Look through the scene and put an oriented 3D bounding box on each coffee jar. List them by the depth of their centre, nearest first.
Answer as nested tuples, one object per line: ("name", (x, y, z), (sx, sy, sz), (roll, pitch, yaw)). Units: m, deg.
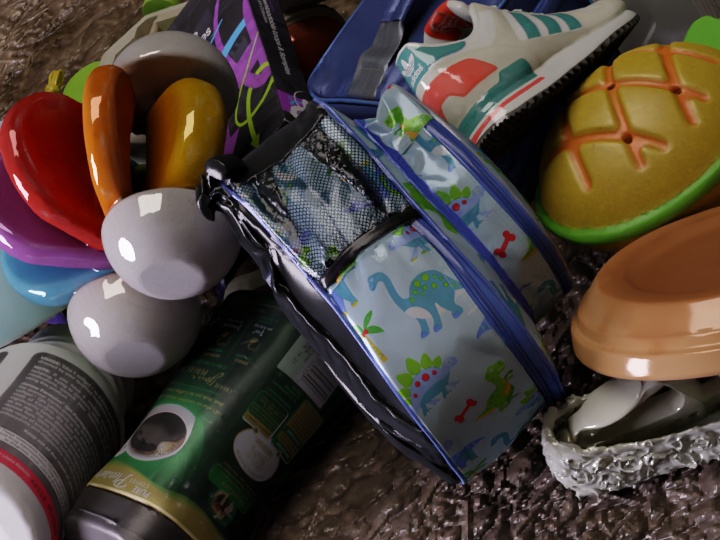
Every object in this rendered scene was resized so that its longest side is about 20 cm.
("coffee jar", (-0.091, 0.112, 1.373), (0.104, 0.085, 0.200), (10, 57, 50))

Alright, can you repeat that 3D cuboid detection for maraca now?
("maraca", (0.187, -0.089, 1.335), (0.200, 0.107, 0.137), (-44, 36, -10))

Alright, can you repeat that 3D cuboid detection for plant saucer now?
("plant saucer", (0.207, 0.002, 1.210), (0.200, 0.038, 0.200), (-16, 16, 5))

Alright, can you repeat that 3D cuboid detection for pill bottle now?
("pill bottle", (-0.216, 0.115, 1.424), (0.110, 0.111, 0.200), (-18, 20, 25))

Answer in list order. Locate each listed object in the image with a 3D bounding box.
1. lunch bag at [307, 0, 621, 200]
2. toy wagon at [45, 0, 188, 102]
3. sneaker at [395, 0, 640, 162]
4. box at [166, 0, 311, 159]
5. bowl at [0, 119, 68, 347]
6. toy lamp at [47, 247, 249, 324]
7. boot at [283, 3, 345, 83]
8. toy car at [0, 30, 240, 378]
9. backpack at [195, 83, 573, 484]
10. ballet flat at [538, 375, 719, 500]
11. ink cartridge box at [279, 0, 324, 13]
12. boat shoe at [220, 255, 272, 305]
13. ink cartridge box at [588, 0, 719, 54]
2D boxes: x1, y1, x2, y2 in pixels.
("lunch bag", (0.071, -0.148, 1.473), (0.136, 0.132, 0.200), (10, 58, 45))
("toy wagon", (-0.161, -0.157, 1.754), (0.200, 0.040, 0.155), (-15, 43, 29))
("sneaker", (0.094, -0.139, 1.358), (0.200, 0.093, 0.070), (-39, -13, -48))
("box", (-0.098, -0.108, 1.513), (0.143, 0.036, 0.200), (-50, 35, 26))
("bowl", (-0.247, -0.031, 1.525), (0.200, 0.105, 0.201), (-29, 19, 11))
("toy lamp", (-0.157, 0.009, 1.563), (0.200, 0.058, 0.058), (-5, 48, 33))
("boot", (-0.064, -0.098, 1.592), (0.200, 0.075, 0.107), (-50, 42, -3))
("toy car", (-0.159, -0.045, 1.367), (0.200, 0.150, 0.175), (120, 153, -48))
("backpack", (0.034, 0.006, 1.251), (0.147, 0.183, 0.200), (-38, 68, 0))
("ballet flat", (0.185, 0.068, 1.208), (0.200, 0.072, 0.072), (-25, 39, 17))
("ink cartridge box", (0.031, -0.247, 1.554), (0.199, 0.041, 0.200), (-23, -4, -10))
("boat shoe", (-0.003, -0.004, 1.430), (0.202, 0.075, 0.075), (-4, 51, 38))
("ink cartridge box", (0.197, -0.249, 1.487), (0.068, 0.116, 0.200), (-12, 45, 29))
